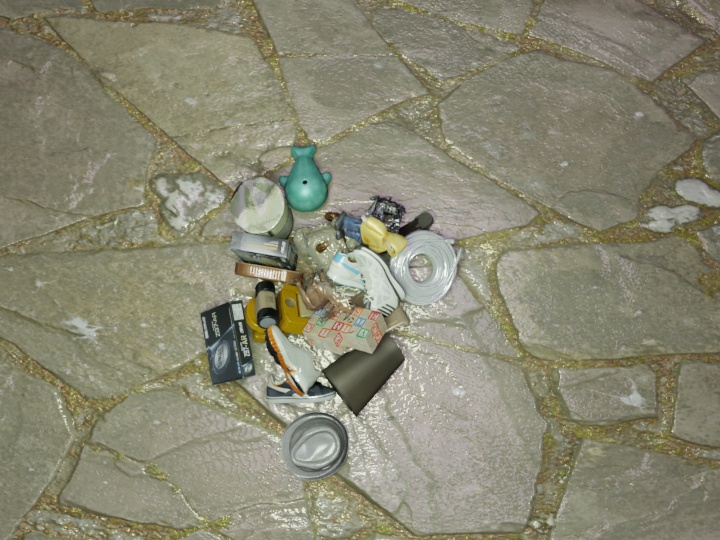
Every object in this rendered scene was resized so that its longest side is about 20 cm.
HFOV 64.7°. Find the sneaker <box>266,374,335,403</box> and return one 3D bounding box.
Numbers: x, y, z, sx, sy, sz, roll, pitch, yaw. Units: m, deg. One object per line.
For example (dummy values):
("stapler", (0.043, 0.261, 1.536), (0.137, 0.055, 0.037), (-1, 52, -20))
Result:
("sneaker", (-0.165, 0.320, 1.563), (0.192, 0.078, 0.083), (-2, 89, 2))

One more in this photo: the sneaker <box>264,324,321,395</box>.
("sneaker", (-0.177, 0.222, 1.507), (0.091, 0.075, 0.204), (-37, 104, -33))

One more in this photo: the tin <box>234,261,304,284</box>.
("tin", (-0.255, 0.009, 1.583), (0.193, 0.112, 0.043), (9, 83, 2))

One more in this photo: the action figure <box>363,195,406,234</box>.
("action figure", (0.067, -0.149, 1.575), (0.116, 0.201, 0.104), (25, 106, -3))

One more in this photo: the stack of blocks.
("stack of blocks", (-0.042, 0.153, 1.471), (0.195, 0.059, 0.116), (10, 51, 37))

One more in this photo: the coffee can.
("coffee can", (-0.264, -0.155, 1.557), (0.141, 0.200, 0.152), (0, 82, 0))

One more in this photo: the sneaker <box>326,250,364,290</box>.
("sneaker", (0.000, 0.000, 1.552), (0.076, 0.196, 0.083), (37, 109, 42))

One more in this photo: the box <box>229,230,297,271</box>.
("box", (-0.258, -0.049, 1.545), (0.153, 0.200, 0.050), (9, 79, 1))

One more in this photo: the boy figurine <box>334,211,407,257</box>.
("boy figurine", (0.030, -0.084, 1.477), (0.195, 0.127, 0.065), (23, 51, 21))

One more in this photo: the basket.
("basket", (0.014, 0.265, 1.538), (0.199, 0.182, 0.135), (-41, 44, -12))

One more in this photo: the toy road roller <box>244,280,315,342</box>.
("toy road roller", (-0.223, 0.127, 1.569), (0.194, 0.147, 0.126), (11, 46, -27))

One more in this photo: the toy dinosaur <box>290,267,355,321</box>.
("toy dinosaur", (-0.111, 0.074, 1.489), (0.084, 0.198, 0.140), (-24, 97, -33))

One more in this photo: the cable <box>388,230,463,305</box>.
("cable", (0.172, -0.009, 1.585), (0.194, 0.069, 0.207), (16, 96, -9))

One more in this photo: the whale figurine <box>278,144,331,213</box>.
("whale figurine", (-0.158, -0.269, 1.618), (0.153, 0.104, 0.208), (-3, 78, -3))

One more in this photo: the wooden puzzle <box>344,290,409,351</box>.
("wooden puzzle", (0.018, 0.126, 1.559), (0.195, 0.038, 0.187), (-22, 39, -4))

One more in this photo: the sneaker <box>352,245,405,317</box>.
("sneaker", (0.030, 0.039, 1.477), (0.202, 0.075, 0.116), (50, 61, -20))

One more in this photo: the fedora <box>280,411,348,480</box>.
("fedora", (-0.126, 0.480, 1.537), (0.193, 0.090, 0.183), (-13, 83, -1))

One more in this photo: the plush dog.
("plush dog", (-0.071, -0.085, 1.589), (0.171, 0.161, 0.201), (-38, 84, -27))

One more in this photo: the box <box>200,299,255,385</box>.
("box", (-0.363, 0.198, 1.549), (0.157, 0.043, 0.207), (-18, 81, 42))

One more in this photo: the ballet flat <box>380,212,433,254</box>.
("ballet flat", (0.123, -0.101, 1.631), (0.196, 0.047, 0.068), (-31, 64, 0))
